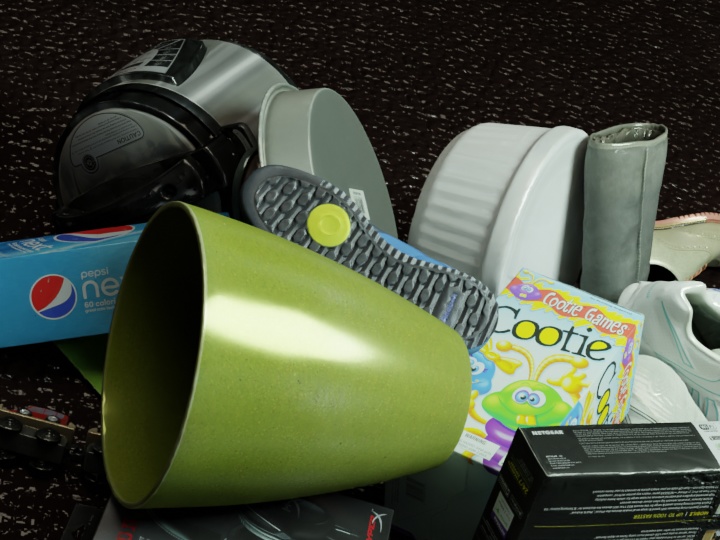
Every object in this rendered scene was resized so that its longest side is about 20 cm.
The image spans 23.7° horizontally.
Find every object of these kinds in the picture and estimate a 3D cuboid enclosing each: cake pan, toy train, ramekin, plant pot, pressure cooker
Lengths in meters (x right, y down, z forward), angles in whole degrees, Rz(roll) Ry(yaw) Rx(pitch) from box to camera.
[{"bbox_3d":[-0.018,-0.048,1.281,0.037,0.201,0.200,-15,28,18],"label":"cake pan"},{"bbox_3d":[-0.223,0.115,1.181,0.200,0.034,0.046,14,20,-3],"label":"toy train"},{"bbox_3d":[0.113,-0.029,1.408,0.094,0.203,0.202,17,30,24],"label":"ramekin"},{"bbox_3d":[-0.039,0.066,1.074,0.200,0.187,0.187,10,32,-24],"label":"plant pot"},{"bbox_3d":[-0.145,-0.081,1.378,0.178,0.176,0.200,28,35,13],"label":"pressure cooker"}]

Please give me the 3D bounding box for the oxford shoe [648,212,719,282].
[{"bbox_3d":[0.290,-0.009,1.586,0.200,0.071,0.074,0,61,-25],"label":"oxford shoe"}]

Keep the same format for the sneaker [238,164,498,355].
[{"bbox_3d":[0.000,0.000,1.178,0.200,0.078,0.066,31,76,-5],"label":"sneaker"}]

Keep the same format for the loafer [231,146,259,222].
[{"bbox_3d":[-0.046,-0.023,1.317,0.063,0.200,0.072,15,61,20],"label":"loafer"}]

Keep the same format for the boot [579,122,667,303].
[{"bbox_3d":[0.194,-0.009,1.394,0.072,0.200,0.182,19,29,24],"label":"boot"}]

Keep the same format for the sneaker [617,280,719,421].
[{"bbox_3d":[0.291,0.084,1.359,0.200,0.080,0.070,44,63,-14],"label":"sneaker"}]

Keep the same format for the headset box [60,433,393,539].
[{"bbox_3d":[-0.091,0.195,1.078,0.200,0.077,0.149,18,33,-1],"label":"headset box"}]

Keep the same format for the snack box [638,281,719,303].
[{"bbox_3d":[0.311,0.053,1.453,0.200,0.072,0.024,5,7,-32],"label":"snack box"}]

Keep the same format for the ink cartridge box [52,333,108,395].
[{"bbox_3d":[-0.113,0.065,1.263,0.148,0.076,0.200,-17,47,-42],"label":"ink cartridge box"}]

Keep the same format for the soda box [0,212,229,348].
[{"bbox_3d":[-0.188,0.007,1.260,0.200,0.068,0.064,-8,14,-8],"label":"soda box"}]

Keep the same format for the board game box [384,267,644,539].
[{"bbox_3d":[0.112,0.106,1.231,0.103,0.105,0.200,22,44,23],"label":"board game box"}]

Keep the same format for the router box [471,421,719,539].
[{"bbox_3d":[0.177,0.170,1.137,0.200,0.149,0.051,1,37,-24],"label":"router box"}]

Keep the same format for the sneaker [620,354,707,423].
[{"bbox_3d":[0.248,0.152,1.304,0.072,0.073,0.200,-10,46,-20],"label":"sneaker"}]
